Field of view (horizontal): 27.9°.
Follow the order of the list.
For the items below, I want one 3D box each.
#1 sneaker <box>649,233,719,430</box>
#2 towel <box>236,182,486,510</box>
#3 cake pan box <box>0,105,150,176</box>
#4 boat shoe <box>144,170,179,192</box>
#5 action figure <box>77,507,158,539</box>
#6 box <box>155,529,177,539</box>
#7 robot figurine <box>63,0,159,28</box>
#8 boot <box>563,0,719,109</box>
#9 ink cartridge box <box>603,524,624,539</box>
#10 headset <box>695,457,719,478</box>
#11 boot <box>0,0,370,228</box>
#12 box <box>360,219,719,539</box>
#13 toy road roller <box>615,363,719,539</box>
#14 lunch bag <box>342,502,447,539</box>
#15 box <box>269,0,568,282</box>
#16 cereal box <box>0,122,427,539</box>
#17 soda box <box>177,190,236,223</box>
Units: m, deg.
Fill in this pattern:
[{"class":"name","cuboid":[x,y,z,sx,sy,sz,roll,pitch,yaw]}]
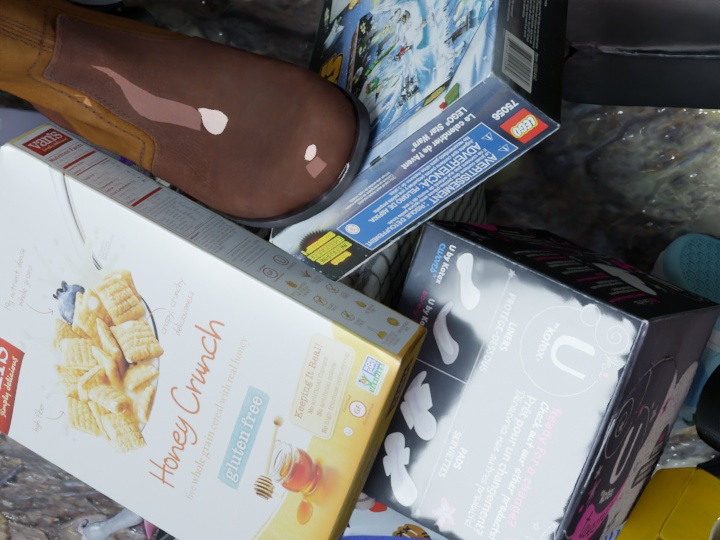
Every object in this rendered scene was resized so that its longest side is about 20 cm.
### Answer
[{"class":"sneaker","cuboid":[0.228,0.070,0.866,0.199,0.080,0.131,34,135,-9]},{"class":"towel","cuboid":[0.000,0.000,0.750,0.084,0.201,0.167,14,142,18]},{"class":"cake pan box","cuboid":[-0.231,-0.065,0.746,0.182,0.053,0.199,11,-174,28]},{"class":"boat shoe","cuboid":[-0.144,-0.050,0.844,0.199,0.073,0.059,-36,162,28]},{"class":"action figure","cuboid":[-0.120,0.110,0.966,0.200,0.134,0.149,44,112,6]},{"class":"box","cuboid":[-0.044,0.189,1.104,0.159,0.045,0.200,29,137,-17]},{"class":"robot figurine","cuboid":[-0.175,-0.159,0.680,0.198,0.127,0.149,-22,155,35]},{"class":"boot","cuboid":[0.194,-0.084,0.703,0.197,0.066,0.166,3,130,8]},{"class":"ink cartridge box","cuboid":[0.255,0.208,1.042,0.197,0.045,0.094,-7,138,22]},{"class":"headset","cuboid":[0.257,0.169,0.939,0.200,0.124,0.094,-47,160,15]},{"class":"boot","cuboid":[-0.113,-0.089,0.549,0.187,0.069,0.199,29,-178,42]},{"class":"box","cuboid":[0.092,0.059,0.718,0.114,0.134,0.199,24,-171,22]},{"class":"toy road roller","cuboid":[0.228,0.155,0.763,0.122,0.201,0.146,30,176,45]},{"class":"lunch bag","cuboid":[0.023,0.125,0.912,0.197,0.172,0.124,-10,141,25]},{"class":"box","cuboid":[0.031,-0.109,0.616,0.040,0.202,0.136,31,138,-25]},{"class":"cereal box","cuboid":[-0.084,0.043,0.644,0.198,0.040,0.145,27,120,11]},{"class":"soda box","cuboid":[-0.083,-0.007,0.764,0.063,0.200,0.071,-15,103,29]}]
